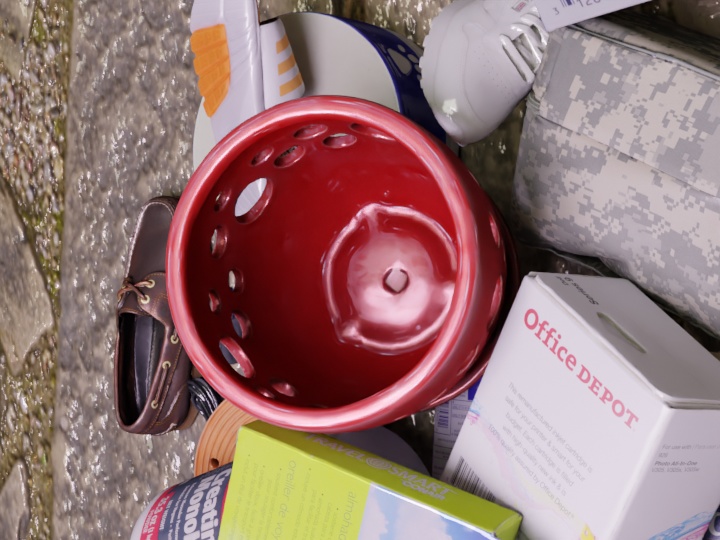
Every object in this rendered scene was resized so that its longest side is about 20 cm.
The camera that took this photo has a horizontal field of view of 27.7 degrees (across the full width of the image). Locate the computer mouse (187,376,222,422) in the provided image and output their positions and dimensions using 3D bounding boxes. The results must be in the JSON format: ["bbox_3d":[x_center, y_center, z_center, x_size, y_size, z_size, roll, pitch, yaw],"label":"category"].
[{"bbox_3d":[-0.049,0.102,1.139,0.200,0.044,0.110,-29,72,30],"label":"computer mouse"}]

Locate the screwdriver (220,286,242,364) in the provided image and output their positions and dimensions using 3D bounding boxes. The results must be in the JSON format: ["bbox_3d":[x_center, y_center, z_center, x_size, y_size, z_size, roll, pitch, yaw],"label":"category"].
[{"bbox_3d":[-0.104,0.003,1.123,0.200,0.028,0.029,91,165,-45],"label":"screwdriver"}]

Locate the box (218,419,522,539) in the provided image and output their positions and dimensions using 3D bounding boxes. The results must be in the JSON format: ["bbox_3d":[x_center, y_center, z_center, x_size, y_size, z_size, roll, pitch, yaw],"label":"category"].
[{"bbox_3d":[0.008,0.177,0.877,0.199,0.048,0.122,20,107,25],"label":"box"}]

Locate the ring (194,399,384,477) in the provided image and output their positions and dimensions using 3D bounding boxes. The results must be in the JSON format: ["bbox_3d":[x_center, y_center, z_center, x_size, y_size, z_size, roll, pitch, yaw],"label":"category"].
[{"bbox_3d":[-0.040,0.175,1.117,0.200,0.019,0.201,8,109,25],"label":"ring"}]

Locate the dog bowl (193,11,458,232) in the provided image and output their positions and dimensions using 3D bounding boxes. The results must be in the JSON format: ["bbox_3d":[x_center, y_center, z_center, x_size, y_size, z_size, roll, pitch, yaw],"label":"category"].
[{"bbox_3d":[-0.029,-0.092,1.109,0.200,0.079,0.201,-1,89,34],"label":"dog bowl"}]

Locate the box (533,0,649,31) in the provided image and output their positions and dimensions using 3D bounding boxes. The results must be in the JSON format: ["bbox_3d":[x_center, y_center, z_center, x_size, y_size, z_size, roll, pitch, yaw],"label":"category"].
[{"bbox_3d":[0.198,-0.256,0.878,0.183,0.200,0.105,-12,121,33],"label":"box"}]

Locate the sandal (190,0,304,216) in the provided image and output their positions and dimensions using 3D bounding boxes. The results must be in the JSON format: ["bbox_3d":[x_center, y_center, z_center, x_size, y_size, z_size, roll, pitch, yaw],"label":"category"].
[{"bbox_3d":[-0.075,-0.120,1.065,0.079,0.059,0.207,19,120,49],"label":"sandal"}]

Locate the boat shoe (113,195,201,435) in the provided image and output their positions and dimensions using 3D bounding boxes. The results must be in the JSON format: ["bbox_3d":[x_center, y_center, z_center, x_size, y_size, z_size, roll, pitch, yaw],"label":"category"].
[{"bbox_3d":[-0.168,0.036,1.207,0.070,0.070,0.201,-4,85,37],"label":"boat shoe"}]

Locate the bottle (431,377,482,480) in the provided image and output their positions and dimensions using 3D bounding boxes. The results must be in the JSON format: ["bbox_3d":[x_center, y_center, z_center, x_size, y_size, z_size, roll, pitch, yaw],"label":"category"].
[{"bbox_3d":[0.091,0.151,1.029,0.083,0.065,0.201,2,90,39],"label":"bottle"}]

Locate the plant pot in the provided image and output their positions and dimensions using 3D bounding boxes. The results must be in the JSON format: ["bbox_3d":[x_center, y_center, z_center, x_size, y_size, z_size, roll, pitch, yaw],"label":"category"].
[{"bbox_3d":[0.000,0.000,0.936,0.200,0.182,0.201,-1,87,18],"label":"plant pot"}]

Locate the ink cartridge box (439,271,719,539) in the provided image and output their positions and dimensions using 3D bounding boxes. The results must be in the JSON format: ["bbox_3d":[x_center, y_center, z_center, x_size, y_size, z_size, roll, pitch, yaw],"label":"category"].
[{"bbox_3d":[0.132,0.121,0.871,0.145,0.087,0.201,47,127,48],"label":"ink cartridge box"}]

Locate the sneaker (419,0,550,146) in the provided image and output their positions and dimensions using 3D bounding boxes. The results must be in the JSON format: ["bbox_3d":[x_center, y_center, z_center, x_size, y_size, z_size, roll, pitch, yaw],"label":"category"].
[{"bbox_3d":[0.108,-0.160,0.958,0.080,0.200,0.076,-8,129,42],"label":"sneaker"}]

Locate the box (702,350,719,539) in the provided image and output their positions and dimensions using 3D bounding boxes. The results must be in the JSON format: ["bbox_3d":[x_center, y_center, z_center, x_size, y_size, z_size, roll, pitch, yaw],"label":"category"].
[{"bbox_3d":[0.225,0.150,0.875,0.121,0.032,0.201,3,89,32],"label":"box"}]

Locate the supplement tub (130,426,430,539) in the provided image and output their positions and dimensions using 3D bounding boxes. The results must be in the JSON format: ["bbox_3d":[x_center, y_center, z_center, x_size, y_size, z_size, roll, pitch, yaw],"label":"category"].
[{"bbox_3d":[-0.054,0.195,1.029,0.200,0.140,0.141,-27,74,36],"label":"supplement tub"}]

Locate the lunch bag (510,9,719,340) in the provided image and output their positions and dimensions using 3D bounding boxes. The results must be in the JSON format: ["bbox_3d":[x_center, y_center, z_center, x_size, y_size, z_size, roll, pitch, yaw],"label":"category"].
[{"bbox_3d":[0.196,-0.059,0.920,0.200,0.139,0.168,30,114,34],"label":"lunch bag"}]
